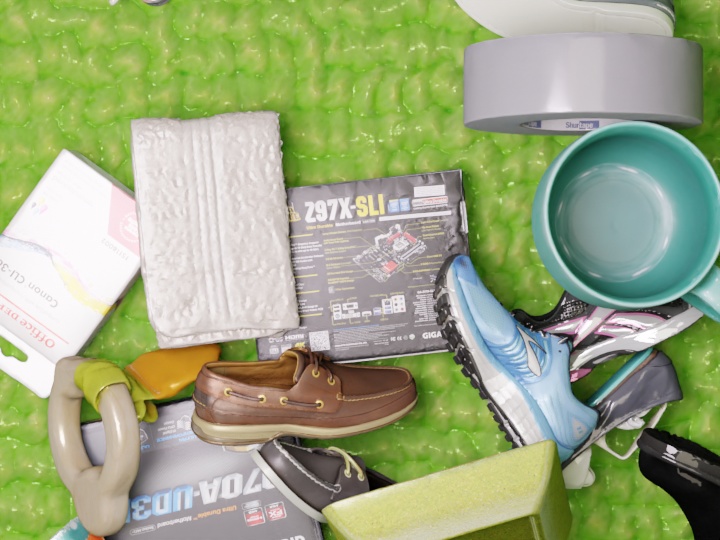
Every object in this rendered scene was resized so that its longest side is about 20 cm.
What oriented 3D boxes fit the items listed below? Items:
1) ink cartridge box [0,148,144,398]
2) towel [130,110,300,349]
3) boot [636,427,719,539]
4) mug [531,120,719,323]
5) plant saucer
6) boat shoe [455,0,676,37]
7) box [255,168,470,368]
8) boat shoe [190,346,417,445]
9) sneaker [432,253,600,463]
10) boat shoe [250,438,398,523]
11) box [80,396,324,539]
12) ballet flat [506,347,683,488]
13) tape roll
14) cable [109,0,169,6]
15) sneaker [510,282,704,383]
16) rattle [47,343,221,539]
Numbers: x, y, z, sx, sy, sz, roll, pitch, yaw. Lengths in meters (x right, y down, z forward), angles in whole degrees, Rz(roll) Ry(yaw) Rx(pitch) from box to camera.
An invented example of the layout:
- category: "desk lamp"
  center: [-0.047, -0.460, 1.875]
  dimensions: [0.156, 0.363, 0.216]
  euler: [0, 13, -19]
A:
- category: "ink cartridge box"
  center: [-0.268, 0.007, 1.693]
  dimensions: [0.116, 0.067, 0.200]
  euler: [35, 93, -1]
- category: "towel"
  center: [-0.125, -0.036, 1.650]
  dimensions: [0.132, 0.034, 0.200]
  euler: [-5, 91, -11]
- category: "boot"
  center: [0.297, 0.247, 1.667]
  dimensions: [0.211, 0.079, 0.158]
  euler: [32, 93, -12]
- category: "mug"
  center: [0.224, -0.028, 1.608]
  dimensions: [0.152, 0.114, 0.185]
  euler: [-16, 89, -4]
- category: "plant saucer"
  center: [0.084, 0.228, 1.629]
  dimensions: [0.200, 0.200, 0.048]
  euler: [-16, 61, 2]
- category: "boat shoe"
  center: [0.179, -0.239, 1.685]
  dimensions: [0.200, 0.073, 0.062]
  euler: [14, 50, 8]
- category: "box"
  center: [0.000, 0.000, 1.695]
  dimensions: [0.200, 0.049, 0.160]
  euler: [-7, 90, 2]
- category: "boat shoe"
  center: [-0.046, 0.102, 1.641]
  dimensions: [0.200, 0.072, 0.068]
  euler: [-5, 114, -15]
- category: "sneaker"
  center: [0.133, 0.069, 1.639]
  dimensions: [0.090, 0.078, 0.200]
  euler: [-32, 91, -10]
- category: "boat shoe"
  center: [-0.018, 0.183, 1.646]
  dimensions: [0.061, 0.201, 0.072]
  euler: [-44, 49, 7]
- category: "box"
  center: [-0.144, 0.192, 1.707]
  dimensions: [0.200, 0.046, 0.159]
  euler: [-13, 91, 2]
- category: "ballet flat"
  center: [0.200, 0.148, 1.687]
  dimensions: [0.200, 0.073, 0.073]
  euler: [-37, 91, 0]
- category: "tape roll"
  center: [0.186, -0.153, 1.607]
  dimensions: [0.200, 0.200, 0.066]
  euler: [-1, 89, 2]
- category: "cable"
  center: [-0.157, -0.309, 1.685]
  dimensions: [0.200, 0.050, 0.097]
  euler: [-38, 94, 4]
- category: "sneaker"
  center: [0.217, 0.034, 1.676]
  dimensions: [0.200, 0.080, 0.086]
  euler: [-25, 90, 2]
- category: "rattle"
  center: [-0.198, 0.168, 1.665]
  dimensions: [0.130, 0.143, 0.200]
  euler: [-1, 97, 36]
